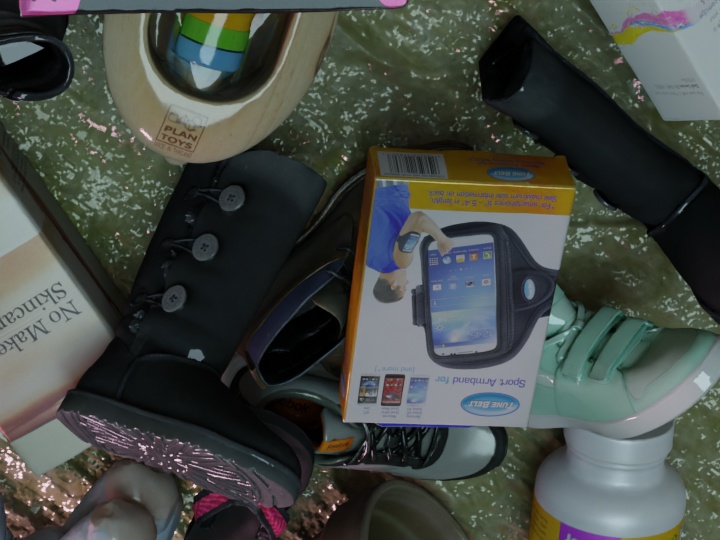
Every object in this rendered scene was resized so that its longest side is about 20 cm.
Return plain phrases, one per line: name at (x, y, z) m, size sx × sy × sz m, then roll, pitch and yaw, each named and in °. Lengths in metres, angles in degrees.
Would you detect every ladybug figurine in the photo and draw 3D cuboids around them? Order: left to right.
ladybug figurine at (-0.084, -0.159, 1.061) m, size 0.135 × 0.072 × 0.201 m, roll 19°, pitch 108°, yaw -14°

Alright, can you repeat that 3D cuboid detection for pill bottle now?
pill bottle at (0.167, 0.189, 1.219) m, size 0.104 × 0.104 × 0.201 m, roll 1°, pitch 112°, yaw -7°

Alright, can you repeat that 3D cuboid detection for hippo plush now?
hippo plush at (-0.217, 0.185, 1.174) m, size 0.160 × 0.160 × 0.200 m, roll 21°, pitch 152°, yaw 3°

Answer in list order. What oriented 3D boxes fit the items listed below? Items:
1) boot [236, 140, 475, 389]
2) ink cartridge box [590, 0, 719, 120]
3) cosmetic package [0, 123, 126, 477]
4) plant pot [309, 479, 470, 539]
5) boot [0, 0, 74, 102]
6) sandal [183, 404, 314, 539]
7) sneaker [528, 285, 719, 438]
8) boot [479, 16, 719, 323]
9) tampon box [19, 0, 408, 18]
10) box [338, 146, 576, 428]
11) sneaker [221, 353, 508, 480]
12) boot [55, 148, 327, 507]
boot at (0.000, 0.000, 1.118) m, size 0.199 × 0.097 × 0.075 m, roll -33°, pitch 127°, yaw 9°
ink cartridge box at (0.209, -0.171, 1.072) m, size 0.117 × 0.067 × 0.200 m, roll -44°, pitch 113°, yaw -19°
cosmetic package at (-0.217, 0.015, 1.109) m, size 0.103 × 0.087 × 0.200 m, roll -32°, pitch 113°, yaw 5°
plant pot at (-0.011, 0.265, 1.200) m, size 0.173 × 0.200 × 0.200 m, roll -27°, pitch 114°, yaw 23°
boot at (-0.264, -0.125, 1.020) m, size 0.199 × 0.132 × 0.070 m, roll -14°, pitch 114°, yaw -1°
sandal at (-0.078, 0.158, 1.161) m, size 0.075 × 0.045 × 0.200 m, roll 15°, pitch 138°, yaw -3°
sneaker at (0.136, 0.040, 1.118) m, size 0.074 × 0.200 × 0.118 m, roll -47°, pitch 109°, yaw -30°
boot at (0.166, -0.062, 1.076) m, size 0.200 × 0.165 × 0.066 m, roll 42°, pitch 94°, yaw -21°
tampon box at (-0.081, -0.213, 0.935) m, size 0.199 × 0.126 × 0.151 m, roll -3°, pitch 101°, yaw -6°
box at (0.053, 0.023, 1.065) m, size 0.118 × 0.042 × 0.201 m, roll 2°, pitch 122°, yaw -7°
sneaker at (0.004, 0.107, 1.180) m, size 0.199 × 0.079 × 0.074 m, roll 13°, pitch 109°, yaw -13°
boot at (-0.069, 0.026, 1.055) m, size 0.164 × 0.201 × 0.066 m, roll 17°, pitch 154°, yaw 24°
